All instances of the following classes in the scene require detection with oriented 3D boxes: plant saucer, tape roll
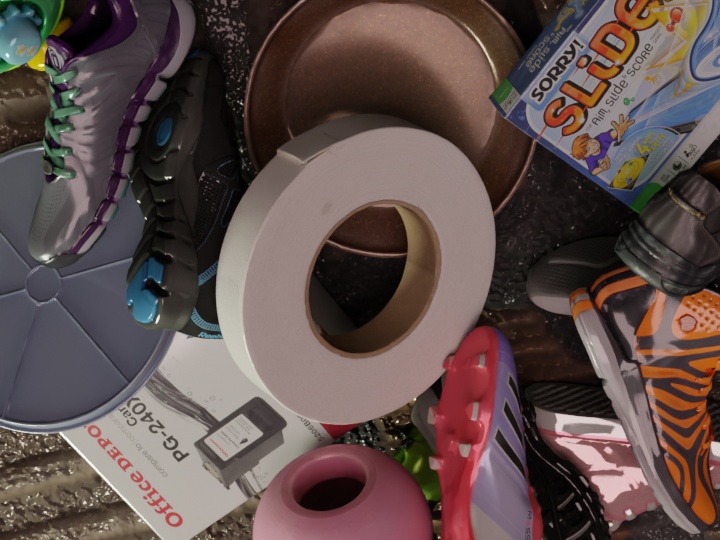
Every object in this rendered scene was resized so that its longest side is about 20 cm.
[{"bbox_3d":[0.021,-0.108,1.006,0.199,0.037,0.202,0,113,-1],"label":"plant saucer"},{"bbox_3d":[0.000,0.000,0.958,0.202,0.037,0.204,-14,116,-31],"label":"tape roll"}]

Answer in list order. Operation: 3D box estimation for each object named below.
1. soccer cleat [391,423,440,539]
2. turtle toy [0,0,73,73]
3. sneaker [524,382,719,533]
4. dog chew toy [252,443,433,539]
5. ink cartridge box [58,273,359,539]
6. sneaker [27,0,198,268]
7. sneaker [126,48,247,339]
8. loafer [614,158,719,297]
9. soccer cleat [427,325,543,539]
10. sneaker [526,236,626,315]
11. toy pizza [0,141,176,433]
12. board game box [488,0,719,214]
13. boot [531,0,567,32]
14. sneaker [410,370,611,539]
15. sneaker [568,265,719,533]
[{"bbox_3d":[0.007,0.204,1.121,0.081,0.068,0.200,43,104,-9],"label":"soccer cleat"},{"bbox_3d":[-0.278,-0.174,0.942,0.198,0.101,0.147,-14,112,6],"label":"turtle toy"},{"bbox_3d":[0.211,0.149,1.094,0.198,0.075,0.106,8,109,5],"label":"sneaker"},{"bbox_3d":[-0.002,0.218,1.037,0.123,0.125,0.201,-10,126,4],"label":"dog chew toy"},{"bbox_3d":[-0.102,0.085,1.062,0.199,0.084,0.145,-36,109,13],"label":"ink cartridge box"},{"bbox_3d":[-0.185,-0.104,0.956,0.087,0.074,0.201,25,88,-45],"label":"sneaker"},{"bbox_3d":[-0.105,-0.048,0.977,0.081,0.202,0.073,17,155,-33],"label":"sneaker"},{"bbox_3d":[0.234,-0.037,0.955,0.073,0.200,0.073,39,117,15],"label":"loafer"},{"bbox_3d":[0.089,0.140,0.985,0.076,0.067,0.202,9,79,-28],"label":"soccer cleat"},{"bbox_3d":[0.216,0.024,1.045,0.198,0.071,0.081,0,130,5],"label":"sneaker"},{"bbox_3d":[-0.211,0.011,1.017,0.198,0.032,0.202,-2,82,13],"label":"toy pizza"},{"bbox_3d":[0.193,-0.146,0.926,0.135,0.035,0.200,30,108,-28],"label":"board game box"},{"bbox_3d":[0.205,-0.192,0.960,0.200,0.070,0.146,-39,114,16],"label":"boot"},{"bbox_3d":[0.108,0.157,1.054,0.079,0.074,0.201,-39,79,41],"label":"sneaker"},{"bbox_3d":[0.225,0.080,0.986,0.111,0.078,0.201,-24,113,10],"label":"sneaker"}]
